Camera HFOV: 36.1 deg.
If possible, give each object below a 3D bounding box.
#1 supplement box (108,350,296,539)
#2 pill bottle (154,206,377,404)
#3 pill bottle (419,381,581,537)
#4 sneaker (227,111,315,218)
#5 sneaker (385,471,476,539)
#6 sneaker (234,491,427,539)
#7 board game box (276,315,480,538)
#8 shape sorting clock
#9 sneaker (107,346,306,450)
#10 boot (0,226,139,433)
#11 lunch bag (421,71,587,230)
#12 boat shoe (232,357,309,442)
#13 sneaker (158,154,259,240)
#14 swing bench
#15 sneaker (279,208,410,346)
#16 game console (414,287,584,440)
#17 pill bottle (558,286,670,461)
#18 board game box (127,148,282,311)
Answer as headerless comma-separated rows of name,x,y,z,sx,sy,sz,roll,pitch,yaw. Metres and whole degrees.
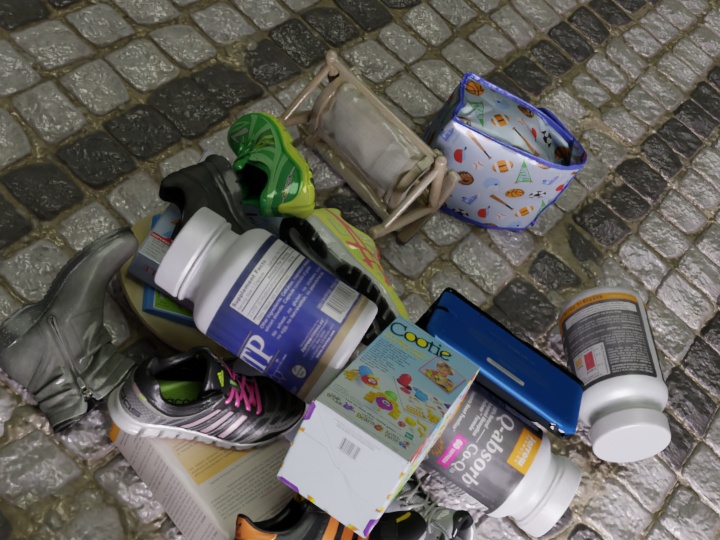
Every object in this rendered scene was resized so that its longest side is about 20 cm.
supplement box,-0.143,0.198,1.117,0.126,0.074,0.200,-28,71,-40
pill bottle,-0.094,0.030,1.081,0.199,0.120,0.120,34,46,1
pill bottle,0.141,0.204,1.245,0.199,0.117,0.117,35,46,-1
sneaker,-0.117,-0.123,1.259,0.083,0.075,0.200,-10,34,-23
sneaker,0.064,0.235,1.137,0.075,0.115,0.201,-26,93,-38
sneaker,-0.026,0.243,1.042,0.199,0.070,0.091,-12,92,-28
board game box,0.022,0.145,1.073,0.105,0.103,0.200,33,30,11
shape sorting clock,-0.183,0.016,1.260,0.199,0.039,0.201,19,46,-21
sneaker,-0.138,0.120,1.068,0.199,0.088,0.074,7,51,-24
boot,-0.272,0.062,1.133,0.131,0.068,0.200,43,74,4
lunch bag,0.186,-0.150,1.511,0.199,0.170,0.124,25,51,-8
boat shoe,-0.054,0.156,1.209,0.200,0.069,0.057,43,47,-3
sneaker,-0.151,-0.030,1.188,0.090,0.076,0.201,-19,64,-29
swing bench,0.013,-0.149,1.384,0.199,0.130,0.200,46,10,9
sneaker,0.000,0.000,1.257,0.090,0.078,0.200,-25,72,-48
game console,0.145,0.127,1.276,0.199,0.119,0.171,35,29,0
pill bottle,0.321,0.130,1.393,0.116,0.117,0.201,13,50,-21
board game box,-0.136,-0.020,1.263,0.199,0.041,0.200,33,43,-8
